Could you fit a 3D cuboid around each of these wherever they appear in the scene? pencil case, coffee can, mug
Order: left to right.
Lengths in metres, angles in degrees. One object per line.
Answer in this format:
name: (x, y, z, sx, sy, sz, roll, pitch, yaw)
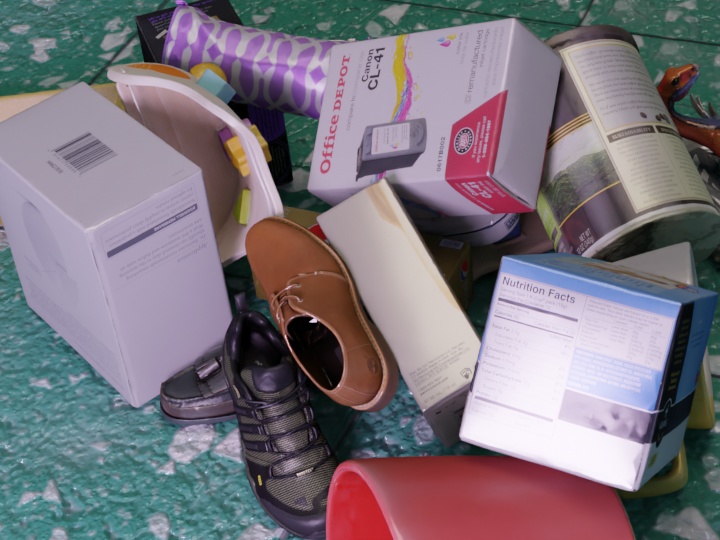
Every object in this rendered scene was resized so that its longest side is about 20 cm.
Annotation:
pencil case: (-0.087, -0.196, 1.553, 0.198, 0.084, 0.086, 12, 84, 4)
coffee can: (0.216, -0.093, 1.462, 0.145, 0.147, 0.202, -16, 63, -10)
mug: (0.201, 0.071, 1.328, 0.151, 0.151, 0.187, -7, 32, 13)

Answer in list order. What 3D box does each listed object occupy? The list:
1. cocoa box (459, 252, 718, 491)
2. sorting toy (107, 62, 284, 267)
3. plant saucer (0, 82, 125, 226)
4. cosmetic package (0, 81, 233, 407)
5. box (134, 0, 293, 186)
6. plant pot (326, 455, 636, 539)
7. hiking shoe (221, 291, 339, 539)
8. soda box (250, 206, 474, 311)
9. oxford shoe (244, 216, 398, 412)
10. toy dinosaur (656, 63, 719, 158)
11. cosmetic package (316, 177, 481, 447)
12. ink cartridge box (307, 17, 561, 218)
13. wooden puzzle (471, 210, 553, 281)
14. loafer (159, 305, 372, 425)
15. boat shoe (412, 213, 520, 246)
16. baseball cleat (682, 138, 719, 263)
cocoa box: (0.168, 0.064, 1.179, 0.132, 0.133, 0.200, 15, 6, 18)
sorting toy: (-0.120, -0.093, 1.448, 0.106, 0.202, 0.180, -26, 22, -17)
plant saucer: (-0.337, -0.110, 1.704, 0.198, 0.049, 0.201, -7, 40, 2)
cosmetic package: (-0.222, -0.025, 1.462, 0.122, 0.201, 0.199, -30, 44, -26)
box: (-0.152, -0.177, 1.693, 0.105, 0.123, 0.201, -16, 40, -11)
plant pot: (0.087, 0.215, 1.145, 0.175, 0.202, 0.201, -9, 38, -17)
hiking shoe: (-0.069, 0.119, 1.316, 0.075, 0.101, 0.201, -23, 62, -8)
soda box: (0.000, 0.000, 1.499, 0.198, 0.068, 0.064, 12, 44, 22)
oxford shoe: (-0.044, 0.025, 1.317, 0.071, 0.071, 0.200, 15, 31, -50)
toy dinosaur: (0.357, -0.121, 1.501, 0.179, 0.106, 0.201, 4, 48, -11)
cosmetic package: (0.046, 0.034, 1.365, 0.071, 0.105, 0.201, -30, 65, 2)
ink cartridge box: (0.062, -0.127, 1.431, 0.198, 0.085, 0.149, -2, 70, 37)
wooden puzzle: (0.140, -0.082, 1.584, 0.198, 0.047, 0.186, -24, 42, -13)
loafer: (-0.082, 0.074, 1.427, 0.198, 0.063, 0.072, -15, 40, -9)
boat shoe: (0.051, -0.058, 1.517, 0.198, 0.066, 0.074, -11, 41, 35)
baseball cleat: (0.325, -0.080, 1.541, 0.106, 0.070, 0.200, -23, 43, -19)
